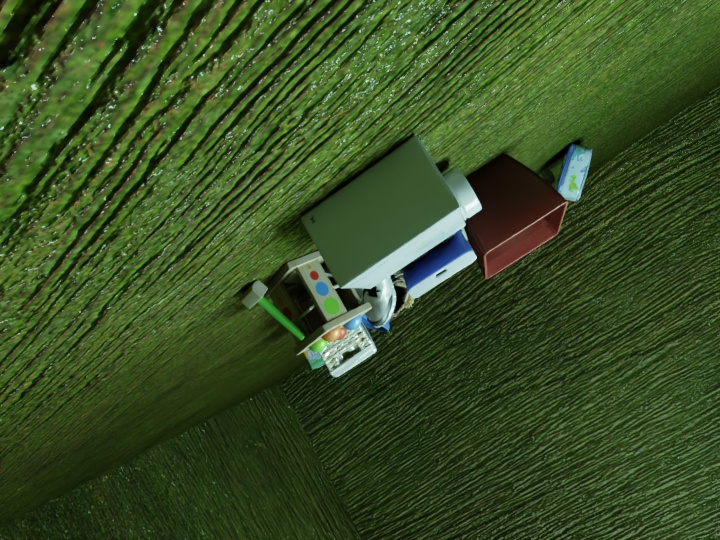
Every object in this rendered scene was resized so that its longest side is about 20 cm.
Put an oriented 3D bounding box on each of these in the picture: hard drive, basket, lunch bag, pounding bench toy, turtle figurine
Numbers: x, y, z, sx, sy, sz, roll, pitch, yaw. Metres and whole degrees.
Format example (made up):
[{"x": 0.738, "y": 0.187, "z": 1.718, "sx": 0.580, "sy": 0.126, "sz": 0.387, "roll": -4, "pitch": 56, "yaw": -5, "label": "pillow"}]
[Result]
[{"x": 0.135, "y": -0.033, "z": 1.005, "sx": 0.131, "sy": 0.026, "sz": 0.201, "roll": -34, "pitch": -160, "yaw": 12, "label": "hard drive"}, {"x": -0.063, "y": 0.146, "z": 1.368, "sx": 0.134, "sy": 0.125, "sz": 0.200, "roll": -31, "pitch": -150, "yaw": -3, "label": "basket"}, {"x": 0.649, "y": -0.297, "z": 1.640, "sx": 0.199, "sy": 0.081, "sz": 0.164, "roll": -15, "pitch": 122, "yaw": -68, "label": "lunch bag"}, {"x": -0.104, "y": 0.074, "z": 0.990, "sx": 0.198, "sy": 0.158, "sz": 0.124, "roll": -23, "pitch": 169, "yaw": -41, "label": "pounding bench toy"}, {"x": 0.529, "y": -0.251, "z": 1.696, "sx": 0.195, "sy": 0.197, "sz": 0.146, "roll": -53, "pitch": 159, "yaw": -42, "label": "turtle figurine"}]

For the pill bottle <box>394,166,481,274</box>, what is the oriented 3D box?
[{"x": 0.111, "y": -0.092, "z": 0.967, "sx": 0.198, "sy": 0.116, "sz": 0.114, "roll": -33, "pitch": 171, "yaw": 10, "label": "pill bottle"}]

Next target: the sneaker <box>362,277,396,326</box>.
[{"x": 0.026, "y": 0.009, "z": 1.073, "sx": 0.072, "sy": 0.205, "sz": 0.080, "roll": -2, "pitch": 175, "yaw": 29, "label": "sneaker"}]

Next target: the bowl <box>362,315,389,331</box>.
[{"x": 0.001, "y": 0.138, "z": 1.686, "sx": 0.201, "sy": 0.197, "sz": 0.040, "roll": 102, "pitch": 9, "yaw": -78, "label": "bowl"}]

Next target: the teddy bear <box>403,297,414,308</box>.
[{"x": 0.053, "y": 0.045, "z": 1.434, "sx": 0.146, "sy": 0.196, "sz": 0.067, "roll": -72, "pitch": -174, "yaw": -48, "label": "teddy bear"}]

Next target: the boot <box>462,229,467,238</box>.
[{"x": 0.205, "y": -0.091, "z": 1.398, "sx": 0.199, "sy": 0.072, "sz": 0.157, "roll": 34, "pitch": 84, "yaw": -38, "label": "boot"}]

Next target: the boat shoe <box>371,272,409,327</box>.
[{"x": 0.079, "y": 0.054, "z": 1.180, "sx": 0.071, "sy": 0.073, "sz": 0.200, "roll": -26, "pitch": -171, "yaw": 30, "label": "boat shoe"}]

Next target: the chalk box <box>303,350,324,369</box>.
[{"x": -0.102, "y": 0.201, "z": 1.550, "sx": 0.123, "sy": 0.202, "sz": 0.125, "roll": -31, "pitch": 172, "yaw": 6, "label": "chalk box"}]

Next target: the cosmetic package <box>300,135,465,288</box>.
[{"x": 0.045, "y": -0.074, "z": 0.818, "sx": 0.197, "sy": 0.124, "sz": 0.200, "roll": -33, "pitch": 170, "yaw": 11, "label": "cosmetic package"}]

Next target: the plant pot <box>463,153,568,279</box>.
[{"x": 0.311, "y": -0.129, "z": 1.191, "sx": 0.198, "sy": 0.178, "sz": 0.200, "roll": -32, "pitch": 159, "yaw": 4, "label": "plant pot"}]

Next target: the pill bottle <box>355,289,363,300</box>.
[{"x": -0.074, "y": 0.064, "z": 1.186, "sx": 0.113, "sy": 0.115, "sz": 0.200, "roll": -23, "pitch": 167, "yaw": -44, "label": "pill bottle"}]
